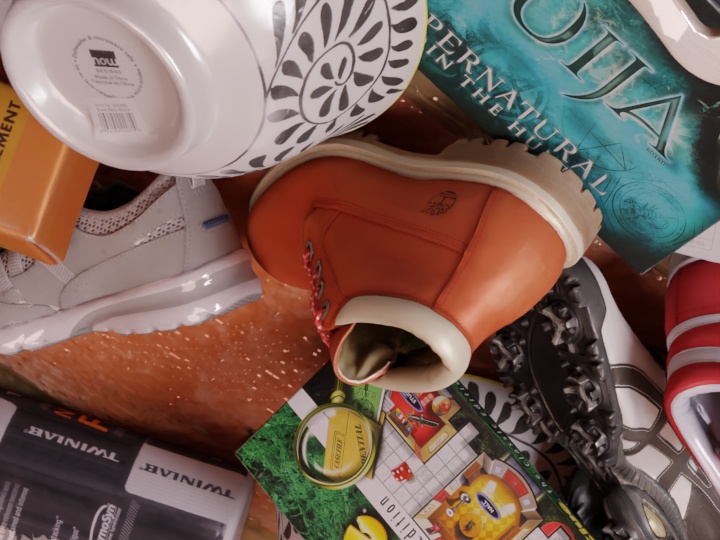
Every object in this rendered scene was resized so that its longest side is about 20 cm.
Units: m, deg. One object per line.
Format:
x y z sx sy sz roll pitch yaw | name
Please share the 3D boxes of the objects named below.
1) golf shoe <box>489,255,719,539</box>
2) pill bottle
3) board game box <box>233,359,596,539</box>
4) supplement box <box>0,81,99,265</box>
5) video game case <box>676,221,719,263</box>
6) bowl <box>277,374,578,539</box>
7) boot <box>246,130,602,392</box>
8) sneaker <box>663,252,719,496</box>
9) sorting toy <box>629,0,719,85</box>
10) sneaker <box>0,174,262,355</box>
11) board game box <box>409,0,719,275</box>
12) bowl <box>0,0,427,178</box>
0.123 0.056 1.105 0.078 0.094 0.200 29 149 46 | golf shoe
-0.162 0.121 1.246 0.200 0.106 0.106 18 137 1 | pill bottle
0.041 0.124 1.120 0.105 0.023 0.200 -46 74 15 | board game box
-0.218 -0.067 1.083 0.200 0.067 0.069 18 174 9 | supplement box
0.216 -0.070 0.972 0.181 0.036 0.200 11 136 10 | video game case
0.040 0.151 1.206 0.200 0.094 0.201 10 137 10 | bowl
0.000 0.000 1.045 0.200 0.107 0.075 1 138 53 | boot
0.219 0.063 1.049 0.200 0.113 0.071 21 135 -4 | sneaker
0.131 -0.160 0.801 0.200 0.107 0.180 38 116 0 | sorting toy
-0.134 -0.010 1.150 0.200 0.075 0.082 -9 96 32 | sneaker
0.083 -0.098 0.963 0.200 0.028 0.135 41 140 -8 | board game box
-0.083 -0.102 0.978 0.201 0.094 0.201 20 139 18 | bowl
